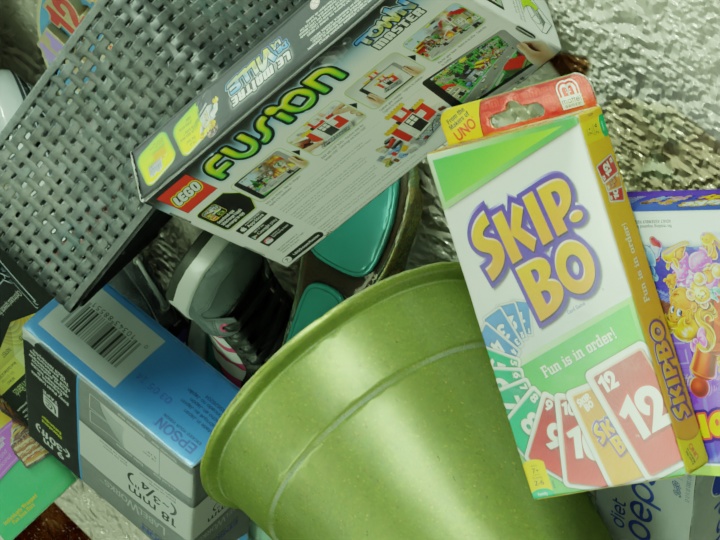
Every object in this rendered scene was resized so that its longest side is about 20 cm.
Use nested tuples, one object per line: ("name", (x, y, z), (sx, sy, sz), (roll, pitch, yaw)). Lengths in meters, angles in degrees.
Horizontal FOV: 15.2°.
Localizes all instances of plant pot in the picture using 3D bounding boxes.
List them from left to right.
("plant pot", (0.046, 0.132, 1.464), (0.190, 0.199, 0.200), (52, 153, 26))

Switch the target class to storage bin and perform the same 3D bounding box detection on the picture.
("storage bin", (-0.118, -0.087, 1.476), (0.094, 0.135, 0.200), (42, 128, 0))

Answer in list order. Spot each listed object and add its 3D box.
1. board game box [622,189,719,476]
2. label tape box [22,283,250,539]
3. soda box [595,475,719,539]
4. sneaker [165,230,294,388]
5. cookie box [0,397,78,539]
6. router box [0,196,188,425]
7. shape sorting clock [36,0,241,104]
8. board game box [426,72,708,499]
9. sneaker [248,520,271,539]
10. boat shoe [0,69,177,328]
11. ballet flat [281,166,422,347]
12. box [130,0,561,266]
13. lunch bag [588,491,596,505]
("board game box", (0.181, 0.030, 1.311), (0.199, 0.045, 0.135), (-1, 105, 38))
("label tape box", (-0.137, 0.111, 1.683), (0.144, 0.063, 0.200), (38, 152, 19))
("soda box", (0.171, 0.117, 1.467), (0.063, 0.068, 0.201), (29, 144, 26))
("sneaker", (-0.049, 0.043, 1.614), (0.121, 0.084, 0.200), (36, 166, 14))
("cookie box", (-0.315, 0.115, 1.953), (0.200, 0.171, 0.075), (50, 146, -5))
("router box", (-0.208, 0.036, 1.848), (0.157, 0.052, 0.200), (49, 148, -3))
("shape sorting clock", (-0.115, -0.101, 1.601), (0.199, 0.039, 0.201), (31, 145, 25))
("board game box", (0.098, 0.009, 1.323), (0.095, 0.030, 0.201), (-13, 95, 39))
("sneaker", (-0.070, 0.154, 1.789), (0.118, 0.074, 0.201), (33, 136, 10))
("boat shoe", (-0.175, -0.043, 1.713), (0.201, 0.068, 0.072), (65, 167, -13))
("ballet flat", (0.000, 0.000, 1.536), (0.070, 0.071, 0.201), (27, 113, 29))
("box", (-0.009, -0.084, 1.352), (0.200, 0.035, 0.110), (-37, 139, 27))
("lunch bag", (0.078, 0.234, 1.614), (0.139, 0.168, 0.201), (13, 134, 42))
